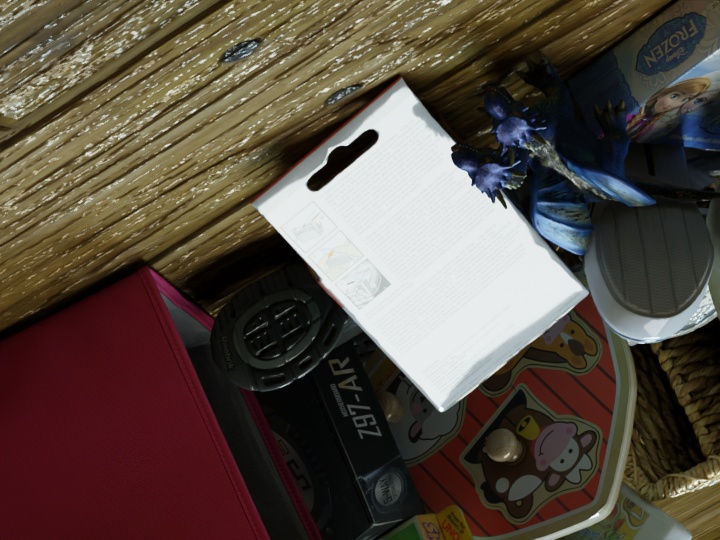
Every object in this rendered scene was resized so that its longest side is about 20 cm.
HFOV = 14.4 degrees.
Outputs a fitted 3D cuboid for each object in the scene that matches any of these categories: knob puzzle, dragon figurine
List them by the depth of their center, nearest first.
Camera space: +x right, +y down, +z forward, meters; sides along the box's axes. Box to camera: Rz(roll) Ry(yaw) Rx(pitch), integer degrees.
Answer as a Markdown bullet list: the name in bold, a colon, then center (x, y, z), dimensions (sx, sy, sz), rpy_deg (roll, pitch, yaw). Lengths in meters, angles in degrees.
- **dragon figurine**: center (0.119, -0.050, 1.530), dimensions (0.059, 0.099, 0.200), rpy_deg (-37, 129, 26)
- **knob puzzle**: center (0.081, 0.081, 1.699), dimensions (0.220, 0.220, 0.030), rpy_deg (-32, 147, 20)

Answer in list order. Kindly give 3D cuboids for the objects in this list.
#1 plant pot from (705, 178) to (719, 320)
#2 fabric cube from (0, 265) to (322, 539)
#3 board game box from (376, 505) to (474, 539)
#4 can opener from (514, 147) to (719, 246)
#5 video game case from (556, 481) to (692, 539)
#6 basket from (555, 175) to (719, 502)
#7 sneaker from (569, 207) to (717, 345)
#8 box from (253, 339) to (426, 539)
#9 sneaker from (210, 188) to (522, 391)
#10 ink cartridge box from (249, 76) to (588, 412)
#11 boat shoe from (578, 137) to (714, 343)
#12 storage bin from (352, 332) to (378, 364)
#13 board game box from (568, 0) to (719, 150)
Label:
- **plant pot**: center (0.279, -0.017, 1.654), dimensions (0.200, 0.200, 0.134), rpy_deg (-22, -162, -15)
- **fabric cube**: center (-0.147, 0.143, 1.622), dimensions (0.199, 0.196, 0.200), rpy_deg (-27, 165, 4)
- **board game box**: center (0.000, 0.225, 1.708), dimensions (0.200, 0.096, 0.030), rpy_deg (-34, 159, 29)
- **can opener**: center (0.177, -0.066, 1.754), dimensions (0.200, 0.053, 0.066), rpy_deg (-20, 129, -26)
- **video game case**: center (0.114, 0.208, 1.857), dimensions (0.182, 0.023, 0.200), rpy_deg (-55, -153, 1)
- **basket**: center (0.223, 0.028, 1.823), dimensions (0.149, 0.200, 0.143), rpy_deg (-8, 158, -46)
- **sneaker**: center (0.153, 0.025, 1.757), dimensions (0.200, 0.078, 0.086), rpy_deg (-23, -173, 15)
- **box**: center (-0.058, 0.125, 1.769), dimensions (0.044, 0.160, 0.200), rpy_deg (-7, 157, -40)
- **sneaker**: center (0.000, 0.000, 1.650), dimensions (0.200, 0.076, 0.091), rpy_deg (-27, -178, -5)
- **ink cartridge box**: center (0.027, -0.021, 1.549), dimensions (0.109, 0.050, 0.200), rpy_deg (-39, 128, 4)
- **boat shoe**: center (0.158, -0.015, 1.617), dimensions (0.072, 0.200, 0.062), rpy_deg (13, 125, -4)
- **storage bin**: center (0.039, 0.072, 1.878), dimensions (0.200, 0.094, 0.135), rpy_deg (-20, 163, -23)
- **board game box**: center (0.252, -0.136, 1.612), dimensions (0.199, 0.043, 0.200), rpy_deg (-38, 156, 33)
